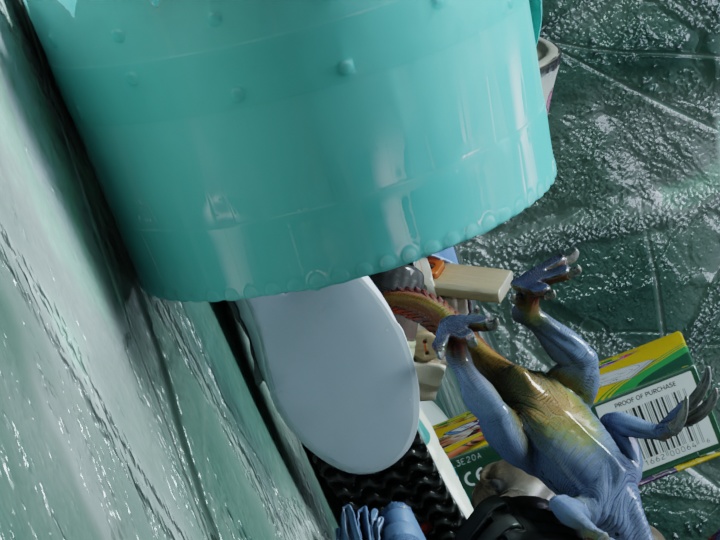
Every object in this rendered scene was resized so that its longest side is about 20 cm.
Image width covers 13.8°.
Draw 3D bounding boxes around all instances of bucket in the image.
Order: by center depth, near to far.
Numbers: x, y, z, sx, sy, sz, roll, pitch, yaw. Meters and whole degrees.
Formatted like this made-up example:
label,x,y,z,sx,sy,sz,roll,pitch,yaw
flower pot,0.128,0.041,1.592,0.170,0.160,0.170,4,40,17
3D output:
label,x,y,z,sx,sy,sz,roll,pitch,yaw
bucket,-0.022,-0.080,1.182,0.207,0.207,0.135,-94,170,-75

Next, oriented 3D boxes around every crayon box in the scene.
label,x,y,z,sx,sy,sz,roll,pitch,yaw
crayon box,0.107,0.103,1.742,0.173,0.200,0.058,-66,135,-83

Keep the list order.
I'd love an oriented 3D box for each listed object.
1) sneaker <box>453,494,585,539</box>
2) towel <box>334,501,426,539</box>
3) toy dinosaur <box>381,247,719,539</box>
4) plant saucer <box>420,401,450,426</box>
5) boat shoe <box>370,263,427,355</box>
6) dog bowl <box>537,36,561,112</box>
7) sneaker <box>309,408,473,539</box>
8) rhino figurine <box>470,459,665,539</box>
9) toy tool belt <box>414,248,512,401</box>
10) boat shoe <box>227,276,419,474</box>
label,x,y,z,sx,sy,sz,roll,pitch,yaw
sneaker,0.069,0.153,1.405,0.099,0.071,0.200,38,12,25
towel,0.035,0.210,1.382,0.200,0.048,0.112,-108,174,-45
toy dinosaur,0.115,0.082,1.443,0.182,0.105,0.200,61,-17,-22
plant saucer,0.065,0.155,1.945,0.200,0.050,0.200,-22,90,-86
boat shoe,-0.001,0.000,1.583,0.072,0.066,0.201,24,10,-16
dog bowl,0.005,-0.074,1.527,0.200,0.200,0.074,-93,180,-76
sneaker,0.033,0.131,1.565,0.093,0.070,0.200,-82,147,-69
rhino figurine,0.140,0.164,1.627,0.200,0.060,0.087,30,25,-24
toy tool belt,0.027,0.003,1.770,0.200,0.123,0.125,-98,166,-72
boat shoe,-0.038,0.002,1.423,0.202,0.075,0.086,56,6,-18
